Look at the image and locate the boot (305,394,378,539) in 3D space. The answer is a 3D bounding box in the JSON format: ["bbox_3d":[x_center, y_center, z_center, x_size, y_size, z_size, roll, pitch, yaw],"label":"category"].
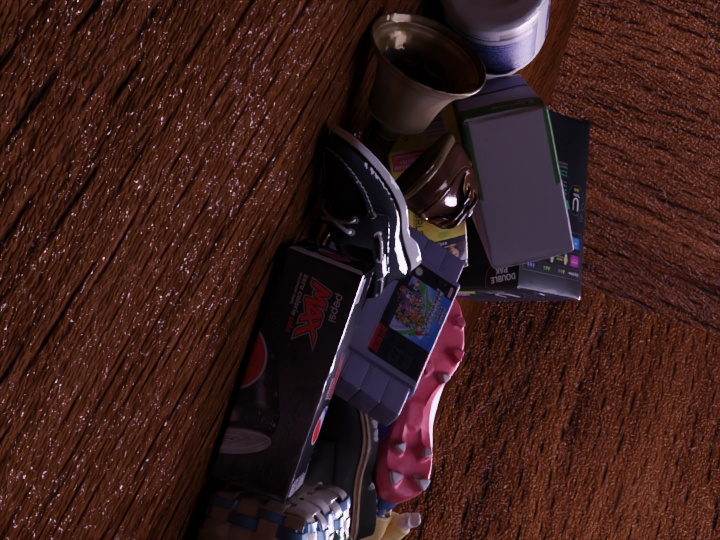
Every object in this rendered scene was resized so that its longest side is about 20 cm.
[{"bbox_3d":[-0.059,0.169,1.497,0.077,0.138,0.201,-147,-132,-60],"label":"boot"}]

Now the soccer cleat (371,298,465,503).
[{"bbox_3d":[0.046,0.116,1.557,0.076,0.066,0.201,-17,-122,62],"label":"soccer cleat"}]

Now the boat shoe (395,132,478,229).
[{"bbox_3d":[0.074,-0.073,1.451,0.072,0.068,0.200,-43,-179,8],"label":"boat shoe"}]

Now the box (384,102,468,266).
[{"bbox_3d":[0.064,-0.074,1.634,0.200,0.075,0.050,84,-6,-53],"label":"box"}]

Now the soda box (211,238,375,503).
[{"bbox_3d":[-0.054,0.080,1.357,0.063,0.070,0.201,-36,145,-79],"label":"soda box"}]

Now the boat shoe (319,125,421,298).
[{"bbox_3d":[0.000,-0.042,1.389,0.060,0.076,0.200,-42,144,-11],"label":"boat shoe"}]

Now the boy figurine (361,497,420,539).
[{"bbox_3d":[-0.004,0.239,1.662,0.200,0.124,0.065,117,-16,-49],"label":"boy figurine"}]

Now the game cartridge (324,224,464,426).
[{"bbox_3d":[0.012,0.031,1.489,0.038,0.129,0.200,-55,-174,47],"label":"game cartridge"}]

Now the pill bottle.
[{"bbox_3d":[0.133,-0.259,1.672,0.200,0.110,0.111,70,41,-78],"label":"pill bottle"}]

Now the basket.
[{"bbox_3d":[-0.081,0.279,1.404,0.176,0.138,0.201,-17,122,-73],"label":"basket"}]

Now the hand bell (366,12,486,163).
[{"bbox_3d":[0.017,-0.108,1.424,0.200,0.104,0.104,-60,180,36],"label":"hand bell"}]

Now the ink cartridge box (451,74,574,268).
[{"bbox_3d":[0.142,-0.102,1.630,0.200,0.084,0.147,-95,173,-74],"label":"ink cartridge box"}]

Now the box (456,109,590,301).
[{"bbox_3d":[0.155,-0.071,1.841,0.124,0.148,0.201,10,82,-48],"label":"box"}]
